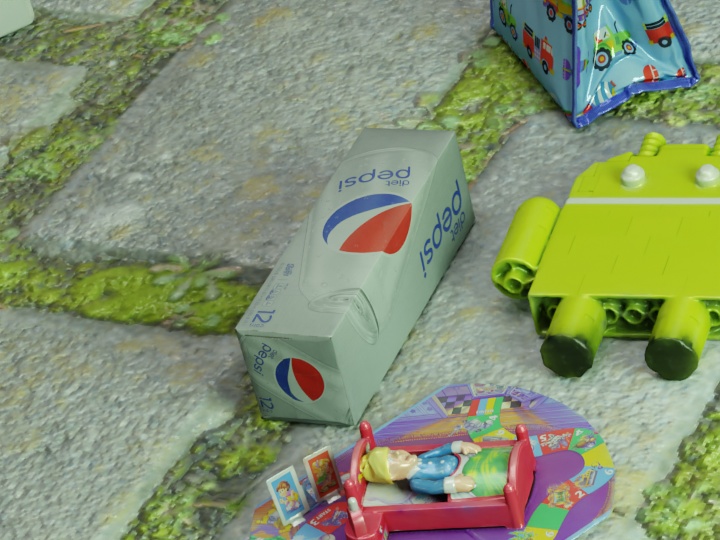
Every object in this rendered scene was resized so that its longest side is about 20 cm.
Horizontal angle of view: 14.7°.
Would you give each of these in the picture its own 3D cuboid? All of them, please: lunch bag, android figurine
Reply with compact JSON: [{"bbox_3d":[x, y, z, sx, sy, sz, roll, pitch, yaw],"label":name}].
[{"bbox_3d":[0.131,-0.219,1.756,0.093,0.201,0.151,-21,35,-8],"label":"lunch bag"},{"bbox_3d":[0.170,-0.014,1.601,0.181,0.041,0.201,2,40,24],"label":"android figurine"}]

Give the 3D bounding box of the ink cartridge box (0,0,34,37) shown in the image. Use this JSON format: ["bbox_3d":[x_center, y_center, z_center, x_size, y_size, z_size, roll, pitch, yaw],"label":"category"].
[{"bbox_3d":[-0.346,-0.225,2.052,0.145,0.084,0.200,-26,36,-14],"label":"ink cartridge box"}]

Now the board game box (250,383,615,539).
[{"bbox_3d":[0.035,0.112,1.476,0.199,0.039,0.158,-31,38,-21],"label":"board game box"}]

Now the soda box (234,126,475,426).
[{"bbox_3d":[0.000,0.000,1.622,0.063,0.069,0.200,4,39,25],"label":"soda box"}]
